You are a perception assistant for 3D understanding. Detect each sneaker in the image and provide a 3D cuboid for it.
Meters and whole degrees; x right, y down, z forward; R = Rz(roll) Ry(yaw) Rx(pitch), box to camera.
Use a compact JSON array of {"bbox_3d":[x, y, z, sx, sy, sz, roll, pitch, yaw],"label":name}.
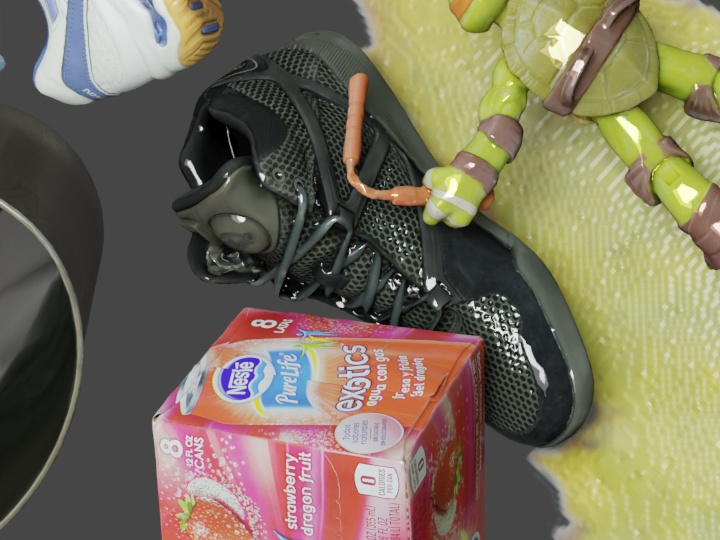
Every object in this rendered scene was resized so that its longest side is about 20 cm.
[{"bbox_3d":[-0.135,-0.166,1.013,0.088,0.075,0.200,-25,82,17],"label":"sneaker"},{"bbox_3d":[0.000,0.000,0.942,0.200,0.114,0.076,52,135,12],"label":"sneaker"}]

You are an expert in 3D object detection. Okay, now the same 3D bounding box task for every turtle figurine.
[{"bbox_3d":[0.097,-0.084,0.927,0.161,0.064,0.200,32,68,1],"label":"turtle figurine"}]

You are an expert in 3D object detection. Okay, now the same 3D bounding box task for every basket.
[{"bbox_3d":[-0.169,0.011,0.944,0.136,0.200,0.180,41,107,-11],"label":"basket"}]

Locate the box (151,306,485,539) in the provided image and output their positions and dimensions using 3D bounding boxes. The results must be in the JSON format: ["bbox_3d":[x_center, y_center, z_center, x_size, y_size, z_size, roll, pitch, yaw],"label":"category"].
[{"bbox_3d":[-0.011,0.124,0.922,0.099,0.096,0.200,7,119,18],"label":"box"}]

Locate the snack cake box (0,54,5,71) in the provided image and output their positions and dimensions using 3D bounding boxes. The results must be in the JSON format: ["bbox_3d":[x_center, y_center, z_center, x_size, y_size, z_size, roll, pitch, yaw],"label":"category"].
[{"bbox_3d":[-0.240,-0.114,0.981,0.067,0.200,0.115,-38,79,15],"label":"snack cake box"}]
